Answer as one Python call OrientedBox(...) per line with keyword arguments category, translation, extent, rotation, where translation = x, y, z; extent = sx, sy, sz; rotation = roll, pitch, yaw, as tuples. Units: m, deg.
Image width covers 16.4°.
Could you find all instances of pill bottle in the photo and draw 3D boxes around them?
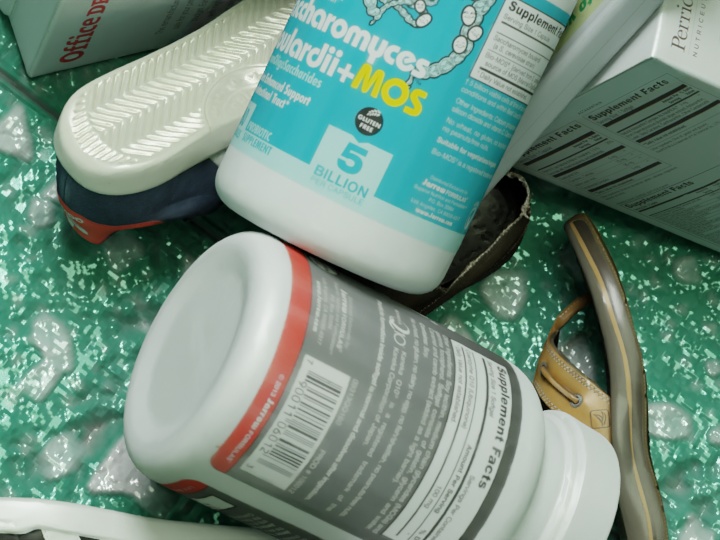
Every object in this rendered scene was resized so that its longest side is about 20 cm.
OrientedBox(category="pill bottle", translation=(0.007, 0.074, 1.089), extent=(0.200, 0.116, 0.116), rotation=(28, 66, -25))
OrientedBox(category="pill bottle", translation=(0.025, -0.099, 1.078), extent=(0.111, 0.111, 0.200), rotation=(25, 94, -7))

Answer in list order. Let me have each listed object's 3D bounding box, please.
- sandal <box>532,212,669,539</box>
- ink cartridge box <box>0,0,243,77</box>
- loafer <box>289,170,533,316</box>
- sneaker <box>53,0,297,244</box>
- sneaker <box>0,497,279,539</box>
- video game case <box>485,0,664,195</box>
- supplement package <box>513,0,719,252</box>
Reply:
OrientedBox(category="sandal", translation=(0.110, 0.070, 1.185), extent=(0.054, 0.082, 0.201), rotation=(-7, 81, 4))
OrientedBox(category="ink cartridge box", translation=(-0.075, -0.200, 1.168), extent=(0.200, 0.147, 0.146), rotation=(-16, 78, -21))
OrientedBox(category="loafer", translation=(0.000, 0.000, 1.166), extent=(0.200, 0.071, 0.073), rotation=(-35, 85, -23))
OrientedBox(category="sneaker", translation=(-0.058, -0.071, 1.167), extent=(0.200, 0.085, 0.075), rotation=(-22, 63, -26))
OrientedBox(category="sneaker", translation=(-0.112, 0.163, 1.080), extent=(0.199, 0.073, 0.112), rotation=(7, 70, -16))
OrientedBox(category="video game case", translation=(0.090, -0.157, 1.146), extent=(0.022, 0.200, 0.182), rotation=(20, 42, -27))
OrientedBox(category="supplement package", translation=(0.185, -0.110, 1.190), extent=(0.200, 0.151, 0.152), rotation=(20, 68, -24))
